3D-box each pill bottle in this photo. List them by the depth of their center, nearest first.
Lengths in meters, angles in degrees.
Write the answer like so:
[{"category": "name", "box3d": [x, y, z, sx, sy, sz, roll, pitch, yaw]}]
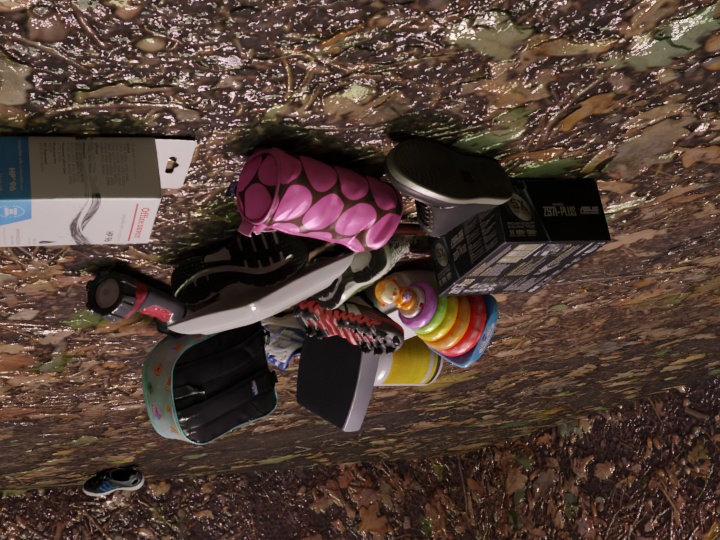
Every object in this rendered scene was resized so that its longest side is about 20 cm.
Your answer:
[{"category": "pill bottle", "box3d": [0.050, 0.156, 1.695, 0.198, 0.114, 0.111, 6, 157, -39]}]

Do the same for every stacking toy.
[{"category": "stacking toy", "box3d": [0.094, 0.052, 1.308, 0.198, 0.118, 0.109, 25, -178, -40]}]

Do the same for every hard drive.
[{"category": "hard drive", "box3d": [-0.040, 0.152, 1.465, 0.134, 0.203, 0.042, 26, -151, 25]}]

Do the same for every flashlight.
[{"category": "flashlight", "box3d": [-0.300, 0.053, 1.278, 0.067, 0.069, 0.200, -15, 160, 14]}]

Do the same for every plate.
[{"category": "plate", "box3d": [-0.127, 0.037, 1.217, 0.198, 0.033, 0.199, -17, -172, 45]}]

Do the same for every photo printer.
[{"category": "photo printer", "box3d": [0.072, 0.058, 1.480, 0.165, 0.071, 0.199, 8, 155, -43]}]

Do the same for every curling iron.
[{"category": "curling iron", "box3d": [0.033, -0.061, 1.183, 0.197, 0.026, 0.050, 0, 151, -24]}]

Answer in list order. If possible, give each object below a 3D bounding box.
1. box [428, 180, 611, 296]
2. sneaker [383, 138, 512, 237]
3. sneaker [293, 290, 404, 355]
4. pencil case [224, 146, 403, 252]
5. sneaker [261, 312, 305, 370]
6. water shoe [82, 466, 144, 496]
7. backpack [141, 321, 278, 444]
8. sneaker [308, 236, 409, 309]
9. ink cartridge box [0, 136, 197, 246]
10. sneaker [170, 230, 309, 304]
[{"category": "box", "box3d": [0.207, -0.040, 1.232, 0.161, 0.088, 0.200, -2, 160, -22]}, {"category": "sneaker", "box3d": [0.079, -0.082, 1.043, 0.198, 0.076, 0.106, 7, 147, -45]}, {"category": "sneaker", "box3d": [-0.006, 0.061, 1.348, 0.198, 0.098, 0.071, 13, 144, 41]}, {"category": "pencil case", "box3d": [-0.044, -0.071, 1.005, 0.198, 0.095, 0.090, 10, -176, -43]}, {"category": "sneaker", "box3d": [-0.150, 0.121, 1.529, 0.196, 0.090, 0.075, -6, 164, -8]}, {"category": "water shoe", "box3d": [-0.758, 0.630, 2.792, 0.196, 0.072, 0.080, -10, 134, 6]}, {"category": "backpack", "box3d": [-0.243, 0.167, 1.412, 0.151, 0.179, 0.199, 4, -159, 34]}, {"category": "sneaker", "box3d": [0.000, 0.000, 1.287, 0.088, 0.078, 0.199, -12, 171, -39]}, {"category": "ink cartridge box", "box3d": [-0.264, -0.077, 0.911, 0.196, 0.069, 0.116, -3, 161, -21]}, {"category": "sneaker", "box3d": [-0.151, -0.007, 1.200, 0.197, 0.075, 0.080, -13, 177, 24]}]
